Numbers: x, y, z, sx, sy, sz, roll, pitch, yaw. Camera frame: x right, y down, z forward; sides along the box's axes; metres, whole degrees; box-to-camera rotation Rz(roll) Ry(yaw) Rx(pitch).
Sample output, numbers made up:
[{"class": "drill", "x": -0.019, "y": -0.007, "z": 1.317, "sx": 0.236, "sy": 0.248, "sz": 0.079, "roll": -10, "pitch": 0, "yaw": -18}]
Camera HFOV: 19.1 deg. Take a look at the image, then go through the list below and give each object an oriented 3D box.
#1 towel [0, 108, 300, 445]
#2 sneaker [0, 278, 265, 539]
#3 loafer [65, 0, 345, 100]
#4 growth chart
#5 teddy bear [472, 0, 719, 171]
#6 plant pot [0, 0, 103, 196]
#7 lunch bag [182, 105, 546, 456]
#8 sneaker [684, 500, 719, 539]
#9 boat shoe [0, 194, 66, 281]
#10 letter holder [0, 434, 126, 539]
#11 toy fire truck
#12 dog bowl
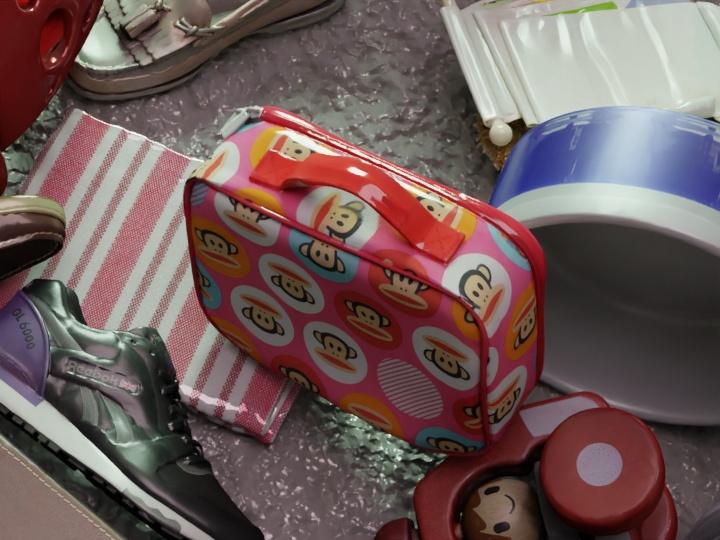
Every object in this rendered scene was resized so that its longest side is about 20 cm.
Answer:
[{"class": "towel", "x": -0.113, "y": 0.002, "z": 1.244, "sx": 0.199, "sy": 0.030, "sz": 0.147, "roll": 23, "pitch": 62, "yaw": 4}, {"class": "sneaker", "x": -0.121, "y": 0.078, "z": 1.156, "sx": 0.200, "sy": 0.076, "sz": 0.088, "roll": 36, "pitch": 80, "yaw": 10}, {"class": "loafer", "x": -0.094, "y": -0.169, "z": 1.322, "sx": 0.199, "sy": 0.063, "sz": 0.072, "roll": -24, "pitch": 68, "yaw": -22}, {"class": "growth chart", "x": 0.150, "y": -0.133, "z": 1.296, "sx": 0.198, "sy": 0.018, "sz": 0.145, "roll": -3, "pitch": 54, "yaw": -8}, {"class": "teddy bear", "x": 0.163, "y": -0.100, "z": 1.328, "sx": 0.199, "sy": 0.067, "sz": 0.146, "roll": -16, "pitch": 67, "yaw": -18}, {"class": "plant pot", "x": -0.260, "y": -0.138, "z": 1.200, "sx": 0.199, "sy": 0.201, "sz": 0.183, "roll": 21, "pitch": 65, "yaw": 2}, {"class": "lunch bag", "x": 0.000, "y": 0.000, "z": 1.131, "sx": 0.199, "sy": 0.177, "sz": 0.082, "roll": 26, "pitch": 60, "yaw": 21}, {"class": "sneaker", "x": 0.259, "y": 0.128, "z": 1.153, "sx": 0.071, "sy": 0.200, "sz": 0.073, "roll": -30, "pitch": 88, "yaw": -43}, {"class": "boat shoe", "x": -0.249, "y": 0.022, "z": 1.173, "sx": 0.199, "sy": 0.072, "sz": 0.072, "roll": -21, "pitch": 71, "yaw": -7}, {"class": "letter holder", "x": -0.210, "y": 0.167, "z": 1.081, "sx": 0.200, "sy": 0.101, "sz": 0.142, "roll": 37, "pitch": 63, "yaw": 12}, {"class": "toy fire truck", "x": 0.093, "y": 0.169, "z": 1.147, "sx": 0.167, "sy": 0.112, "sz": 0.201, "roll": -14, "pitch": 65, "yaw": 6}, {"class": "dog bowl", "x": 0.162, "y": 0.001, "z": 1.193, "sx": 0.199, "sy": 0.200, "sz": 0.079, "roll": 21, "pitch": 59, "yaw": 2}]
